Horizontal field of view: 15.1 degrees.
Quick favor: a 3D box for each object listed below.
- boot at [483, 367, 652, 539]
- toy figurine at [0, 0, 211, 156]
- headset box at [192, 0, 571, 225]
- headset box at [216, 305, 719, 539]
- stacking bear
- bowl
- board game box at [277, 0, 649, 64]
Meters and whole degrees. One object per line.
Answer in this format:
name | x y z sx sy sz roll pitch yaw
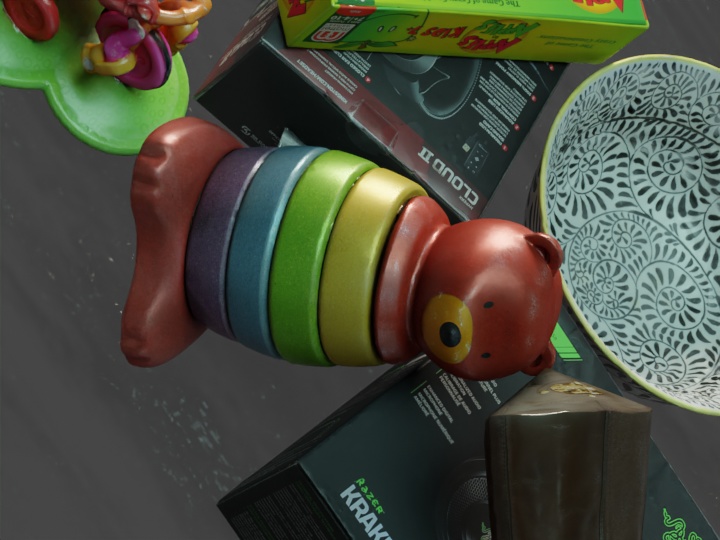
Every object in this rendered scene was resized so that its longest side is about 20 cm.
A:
boot | 0.134 0.145 1.298 0.186 0.064 0.201 -1 90 -41
toy figurine | -0.121 -0.169 1.313 0.150 0.184 0.200 -40 95 -34
headset box | 0.018 -0.108 1.427 0.149 0.077 0.200 40 53 -12
headset box | 0.062 0.125 1.366 0.200 0.093 0.174 -35 92 -35
stacking bear | 0.000 0.000 1.307 0.114 0.199 0.122 -37 137 -62
bowl | 0.158 -0.006 1.469 0.200 0.094 0.201 10 67 -26
board game box | 0.047 -0.165 1.394 0.199 0.048 0.102 0 68 -34
